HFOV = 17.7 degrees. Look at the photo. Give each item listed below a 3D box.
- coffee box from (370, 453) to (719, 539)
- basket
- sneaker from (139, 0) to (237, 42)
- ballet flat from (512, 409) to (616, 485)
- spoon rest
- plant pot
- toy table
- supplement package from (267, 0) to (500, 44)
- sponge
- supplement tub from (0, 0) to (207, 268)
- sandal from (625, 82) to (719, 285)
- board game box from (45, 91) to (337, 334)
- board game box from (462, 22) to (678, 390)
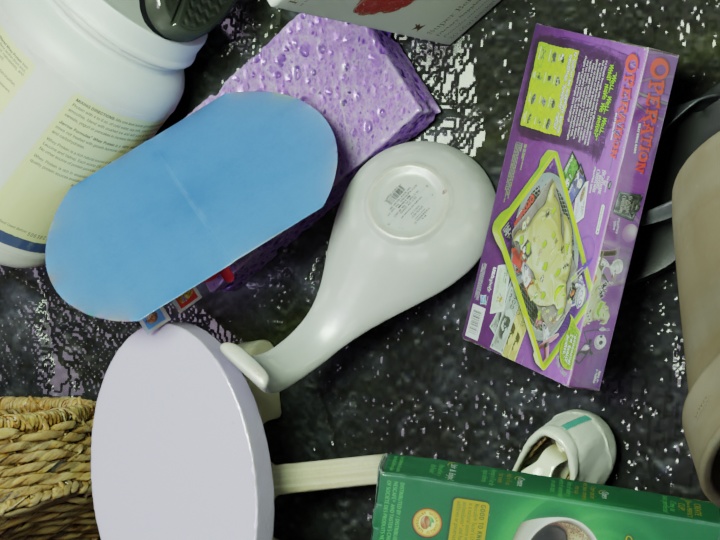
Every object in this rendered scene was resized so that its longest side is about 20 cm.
[{"bbox_3d":[0.103,0.181,1.336,0.200,0.044,0.123,7,102,5],"label":"coffee box"},{"bbox_3d":[-0.258,0.121,1.530,0.143,0.200,0.149,-42,67,33],"label":"basket"},{"bbox_3d":[-0.131,-0.224,1.522,0.114,0.076,0.200,-23,54,38],"label":"sneaker"},{"bbox_3d":[0.088,0.173,1.391,0.069,0.069,0.200,32,105,29],"label":"ballet flat"},{"bbox_3d":[0.000,0.000,1.433,0.200,0.061,0.099,-44,68,-11],"label":"spoon rest"},{"bbox_3d":[0.248,0.011,1.238,0.200,0.200,0.174,-37,54,26],"label":"plant pot"},{"bbox_3d":[-0.084,0.134,1.473,0.184,0.117,0.200,4,91,32],"label":"toy table"},{"bbox_3d":[0.015,-0.224,1.373,0.121,0.200,0.120,-40,68,26],"label":"supplement package"},{"bbox_3d":[-0.050,-0.086,1.510,0.200,0.030,0.112,-40,68,25],"label":"sponge"},{"bbox_3d":[-0.208,-0.116,1.544,0.200,0.145,0.145,-50,65,21],"label":"supplement tub"},{"bbox_3d":[0.196,-0.069,1.343,0.200,0.043,0.076,-44,67,24],"label":"sandal"},{"bbox_3d":[-0.102,-0.032,1.463,0.200,0.039,0.158,-32,40,-5],"label":"board game box"},{"bbox_3d":[0.122,-0.040,1.371,0.120,0.032,0.200,27,106,62],"label":"board game box"}]
